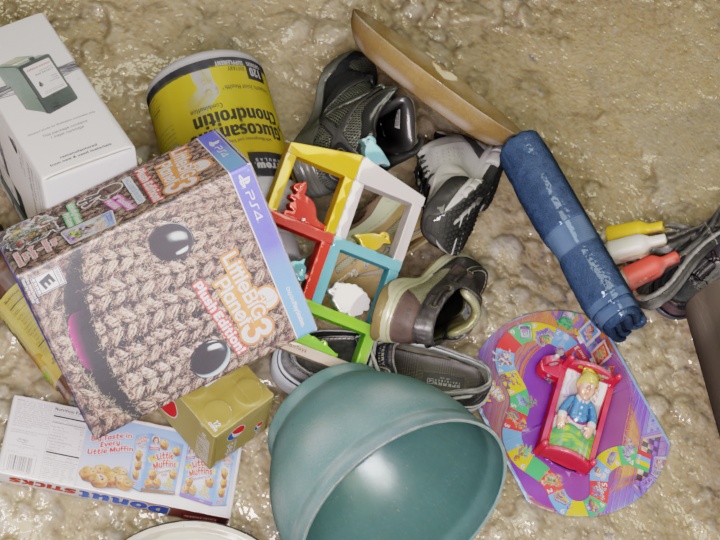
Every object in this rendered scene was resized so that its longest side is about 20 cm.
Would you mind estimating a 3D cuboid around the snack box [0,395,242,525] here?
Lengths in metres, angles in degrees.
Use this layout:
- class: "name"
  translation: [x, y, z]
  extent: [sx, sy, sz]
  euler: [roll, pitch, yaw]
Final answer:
- class: "snack box"
  translation: [-0.203, 0.161, 1.572]
  extent: [0.199, 0.024, 0.072]
  euler: [13, 61, -9]

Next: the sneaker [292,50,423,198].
- class: "sneaker"
  translation: [0.011, -0.144, 1.700]
  extent: [0.114, 0.076, 0.200]
  euler: [-13, 29, 21]

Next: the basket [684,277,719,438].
- class: "basket"
  translation: [0.385, 0.104, 1.701]
  extent: [0.180, 0.136, 0.201]
  euler: [-5, 63, -31]

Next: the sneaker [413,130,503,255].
- class: "sneaker"
  translation: [0.077, -0.074, 1.702]
  extent: [0.080, 0.074, 0.200]
  euler: [22, 23, 7]

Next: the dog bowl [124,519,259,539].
- class: "dog bowl"
  translation: [-0.138, 0.308, 1.495]
  extent: [0.199, 0.074, 0.201]
  euler: [6, 64, -12]

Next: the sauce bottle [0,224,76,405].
- class: "sauce bottle"
  translation: [-0.281, 0.025, 1.591]
  extent: [0.065, 0.065, 0.200]
  euler: [-31, 70, -25]

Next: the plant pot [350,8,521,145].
- class: "plant pot"
  translation: [0.067, -0.175, 1.731]
  extent: [0.200, 0.200, 0.028]
  euler: [38, 100, 4]

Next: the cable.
- class: "cable"
  translation: [0.310, -0.032, 1.738]
  extent: [0.200, 0.050, 0.097]
  euler: [-27, 46, 13]

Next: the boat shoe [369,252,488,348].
- class: "boat shoe"
  translation: [0.074, 0.033, 1.633]
  extent: [0.066, 0.072, 0.201]
  euler: [23, 18, 21]

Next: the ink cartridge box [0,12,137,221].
- class: "ink cartridge box"
  translation: [-0.259, -0.099, 1.574]
  extent: [0.084, 0.146, 0.200]
  euler: [-22, 49, -18]

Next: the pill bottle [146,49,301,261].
- class: "pill bottle"
  translation: [-0.117, -0.088, 1.662]
  extent: [0.112, 0.112, 0.201]
  euler: [-10, 69, -19]

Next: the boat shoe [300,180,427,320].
- class: "boat shoe"
  translation: [0.000, 0.000, 1.676]
  extent: [0.076, 0.072, 0.200]
  euler: [43, 62, 6]

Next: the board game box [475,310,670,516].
- class: "board game box"
  translation: [0.194, 0.123, 1.688]
  extent: [0.158, 0.039, 0.200]
  euler: [-21, 72, -23]

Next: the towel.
- class: "towel"
  translation: [0.191, -0.030, 1.692]
  extent: [0.048, 0.112, 0.200]
  euler: [-30, 73, 7]

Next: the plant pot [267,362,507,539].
- class: "plant pot"
  translation: [0.004, 0.162, 1.550]
  extent: [0.200, 0.201, 0.134]
  euler: [-21, 45, -23]

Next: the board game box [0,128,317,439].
- class: "board game box"
  translation: [-0.161, 0.010, 1.474]
  extent: [0.200, 0.097, 0.160]
  euler: [-27, 117, -10]

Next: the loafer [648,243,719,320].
- class: "loafer"
  translation: [0.357, -0.028, 1.789]
  extent: [0.200, 0.063, 0.072]
  euler: [-35, 77, -26]

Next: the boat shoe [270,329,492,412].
- class: "boat shoe"
  translation: [0.022, 0.082, 1.642]
  extent: [0.199, 0.071, 0.072]
  euler: [5, 66, -9]

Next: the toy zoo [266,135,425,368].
- class: "toy zoo"
  translation: [-0.026, -0.023, 1.598]
  extent: [0.131, 0.020, 0.201]
  euler: [21, 81, -14]

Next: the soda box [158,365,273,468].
- class: "soda box"
  translation: [-0.163, 0.069, 1.588]
  extent: [0.068, 0.064, 0.200]
  euler: [-34, 70, -26]
